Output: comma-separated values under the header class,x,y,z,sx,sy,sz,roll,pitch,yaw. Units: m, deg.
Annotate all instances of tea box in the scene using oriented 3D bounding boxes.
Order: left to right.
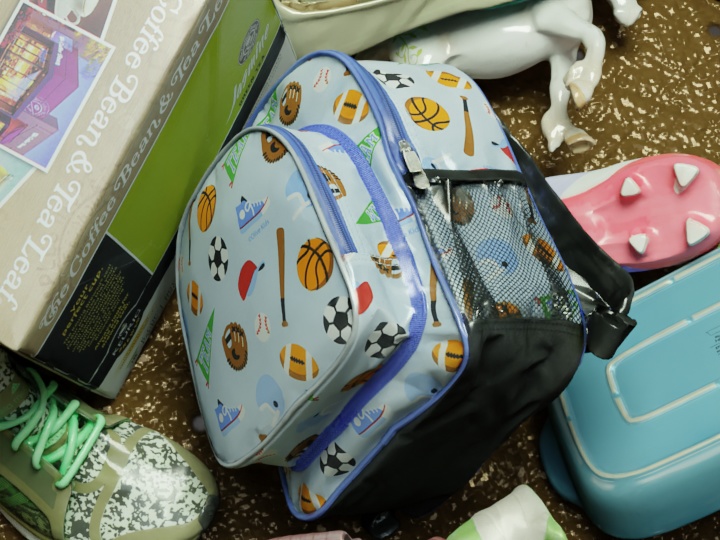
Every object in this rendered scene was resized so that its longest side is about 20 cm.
class,x,y,z,sx,sy,sz,roll,pitch,yaw
tea box,-0.139,-0.066,0.856,0.133,0.197,0.201,27,82,8

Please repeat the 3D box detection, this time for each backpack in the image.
class,x,y,z,sx,sy,sz,roll,pitch,yaw
backpack,0.000,0.000,0.856,0.153,0.200,0.192,11,50,-35

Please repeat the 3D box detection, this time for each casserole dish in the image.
class,x,y,z,sx,sy,sz,roll,pitch,yaw
casserole dish,0.170,0.046,0.892,0.199,0.039,0.122,-27,52,13

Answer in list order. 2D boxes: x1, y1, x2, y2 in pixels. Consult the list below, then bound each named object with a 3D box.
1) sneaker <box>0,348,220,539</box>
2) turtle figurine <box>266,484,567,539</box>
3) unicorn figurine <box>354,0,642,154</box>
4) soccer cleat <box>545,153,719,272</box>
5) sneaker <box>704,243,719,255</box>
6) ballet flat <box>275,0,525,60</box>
class,x,y,z,sx,sy,sz,roll,pitch,yaw
sneaker,-0.160,0.074,0.873,0.198,0.089,0.077,22,65,6
turtle figurine,0.011,0.186,0.809,0.192,0.200,0.145,-19,102,-17
unicorn figurine,0.085,-0.119,0.989,0.197,0.074,0.139,-7,55,-1
soccer cleat,0.094,-0.020,0.948,0.198,0.076,0.068,-9,86,19
sneaker,0.217,0.008,0.956,0.084,0.077,0.202,7,61,20
ballet flat,0.042,-0.163,0.961,0.198,0.070,0.070,-22,67,3
